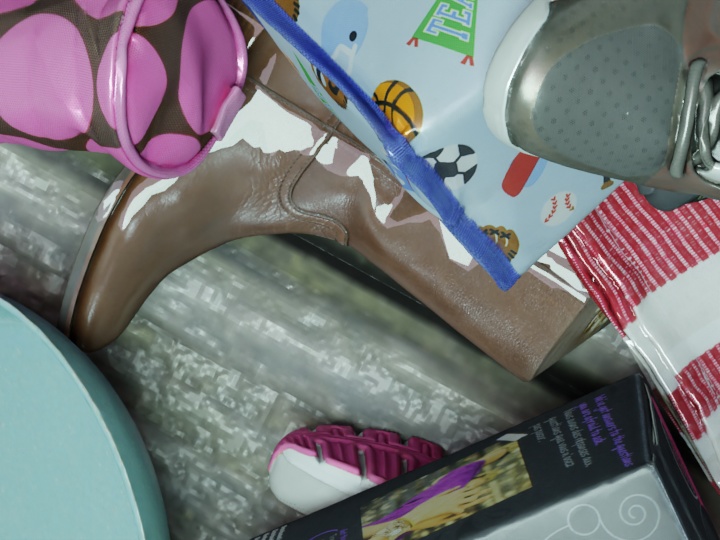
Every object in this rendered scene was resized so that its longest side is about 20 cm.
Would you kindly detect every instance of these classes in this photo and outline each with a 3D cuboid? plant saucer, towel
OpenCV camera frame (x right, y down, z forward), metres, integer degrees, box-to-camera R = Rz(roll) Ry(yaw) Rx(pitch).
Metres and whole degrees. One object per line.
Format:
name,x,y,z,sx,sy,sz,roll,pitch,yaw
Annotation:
plant saucer,-0.135,0.096,1.069,0.200,0.036,0.201,19,117,43
towel,0.169,0.006,1.010,0.144,0.023,0.200,-33,92,-7

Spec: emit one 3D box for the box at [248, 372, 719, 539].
box,0.037,0.141,0.964,0.200,0.106,0.123,-23,103,10

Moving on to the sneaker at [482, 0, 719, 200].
sneaker,0.139,-0.051,0.865,0.199,0.082,0.077,2,117,-22

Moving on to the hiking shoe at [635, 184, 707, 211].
hiking shoe,0.200,-0.037,0.969,0.199,0.076,0.101,-14,92,-3

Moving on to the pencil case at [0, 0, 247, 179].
pencil case,-0.136,-0.075,1.015,0.200,0.094,0.091,6,59,37

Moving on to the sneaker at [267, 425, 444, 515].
sneaker,0.042,0.137,1.054,0.200,0.081,0.088,34,103,5

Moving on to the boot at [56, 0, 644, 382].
boot,0.000,0.000,1.051,0.200,0.064,0.187,31,103,1

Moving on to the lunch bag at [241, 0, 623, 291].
lunch bag,0.038,-0.126,0.956,0.170,0.124,0.200,-40,50,0
